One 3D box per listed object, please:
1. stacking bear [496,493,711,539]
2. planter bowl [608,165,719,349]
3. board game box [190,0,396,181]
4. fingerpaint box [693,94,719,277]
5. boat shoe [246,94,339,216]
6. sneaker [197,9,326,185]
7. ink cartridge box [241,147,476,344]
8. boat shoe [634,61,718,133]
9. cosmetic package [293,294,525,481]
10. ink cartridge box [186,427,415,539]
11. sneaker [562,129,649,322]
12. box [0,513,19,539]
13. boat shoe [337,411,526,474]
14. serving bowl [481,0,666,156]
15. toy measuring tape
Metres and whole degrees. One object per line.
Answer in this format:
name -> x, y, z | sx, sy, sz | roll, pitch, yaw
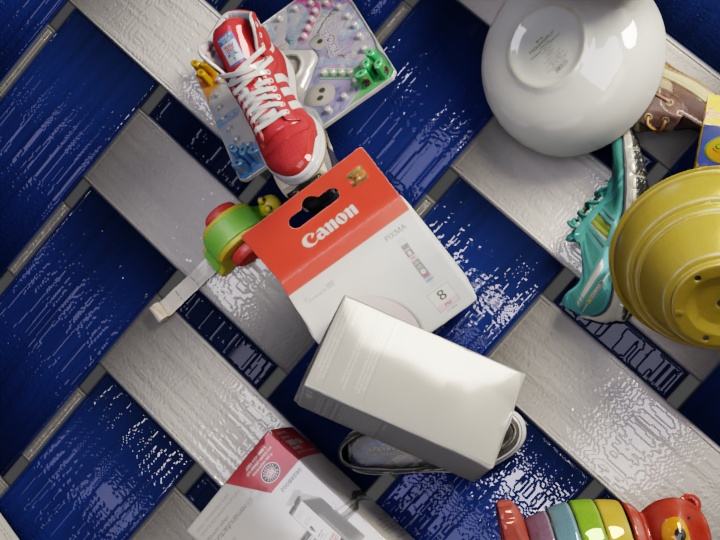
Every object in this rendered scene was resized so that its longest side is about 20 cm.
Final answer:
stacking bear -> 0.243, 0.272, 1.083 | 0.200, 0.114, 0.122 | -11, 68, 2
planter bowl -> 0.330, 0.010, 1.018 | 0.200, 0.083, 0.201 | 6, 122, 9
board game box -> -0.081, -0.219, 1.207 | 0.200, 0.026, 0.200 | -34, 50, 9
fingerpaint box -> 0.414, -0.067, 1.048 | 0.200, 0.073, 0.167 | 9, 124, 15
boat shoe -> -0.066, -0.133, 1.224 | 0.075, 0.093, 0.200 | -29, 50, 15
sneaker -> -0.100, -0.178, 1.100 | 0.071, 0.112, 0.200 | -31, 49, 10
ink cartridge box -> 0.000, 0.000, 1.148 | 0.162, 0.057, 0.200 | -36, 118, 9
boat shoe -> 0.306, -0.168, 1.128 | 0.200, 0.072, 0.072 | 42, 99, 18
cosmetic package -> 0.049, 0.117, 1.091 | 0.200, 0.090, 0.107 | 26, 68, -1
ink cartridge box -> -0.058, 0.285, 1.170 | 0.200, 0.083, 0.147 | 40, 94, 15
sneaker -> 0.250, -0.048, 1.130 | 0.080, 0.077, 0.200 | 8, 87, 24
box -> -0.486, 0.372, 1.225 | 0.200, 0.171, 0.199 | -43, 76, 7
boat shoe -> 0.071, 0.179, 1.155 | 0.200, 0.066, 0.070 | -6, 84, 14
serving bowl -> 0.203, -0.219, 1.125 | 0.200, 0.066, 0.200 | -4, 82, 35
toy measuring tape -> -0.168, -0.016, 1.233 | 0.200, 0.074, 0.074 | -41, 77, 7
